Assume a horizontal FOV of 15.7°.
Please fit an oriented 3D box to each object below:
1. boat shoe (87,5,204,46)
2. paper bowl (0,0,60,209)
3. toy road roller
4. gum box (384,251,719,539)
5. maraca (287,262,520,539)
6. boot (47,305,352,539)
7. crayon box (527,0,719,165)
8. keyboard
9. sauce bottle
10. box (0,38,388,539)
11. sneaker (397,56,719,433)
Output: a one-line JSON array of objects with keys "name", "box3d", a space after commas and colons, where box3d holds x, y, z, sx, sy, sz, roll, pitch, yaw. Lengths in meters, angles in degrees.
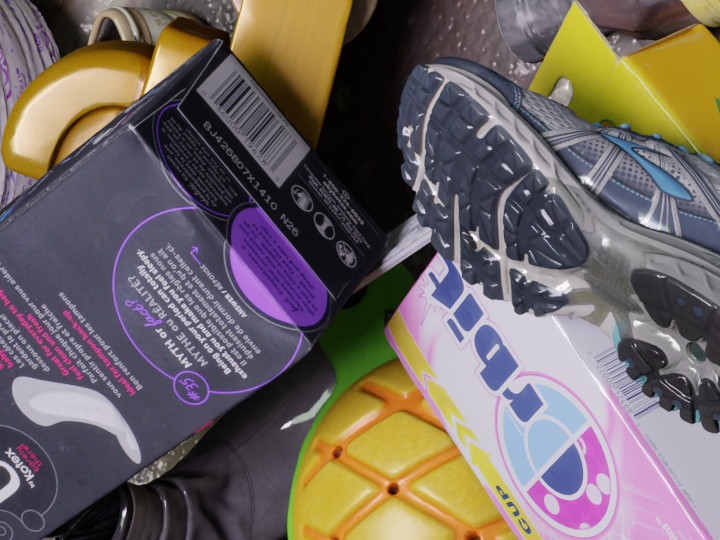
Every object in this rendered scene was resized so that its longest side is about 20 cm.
[{"name": "boat shoe", "box3d": [-0.119, -0.032, 1.311, 0.073, 0.063, 0.202, 3, 91, 36]}, {"name": "paper bowl", "box3d": [-0.225, -0.061, 1.361, 0.200, 0.104, 0.202, -3, 85, 41]}, {"name": "toy road roller", "box3d": [-0.081, -0.087, 1.212, 0.145, 0.123, 0.201, 17, 98, -3]}, {"name": "gum box", "box3d": [0.097, 0.059, 1.079, 0.201, 0.066, 0.114, 57, 147, 14]}, {"name": "maraca", "box3d": [0.032, 0.088, 1.171, 0.136, 0.107, 0.201, -5, 71, 17]}, {"name": "boot", "box3d": [-0.074, 0.103, 1.231, 0.070, 0.131, 0.201, 44, 114, 29]}, {"name": "crayon box", "box3d": [0.142, -0.009, 1.082, 0.200, 0.051, 0.127, 53, 145, 19]}, {"name": "keyboard", "box3d": [0.000, 0.000, 1.164, 0.011, 0.056, 0.200, 52, 136, -3]}, {"name": "sauce bottle", "box3d": [0.148, -0.134, 1.112, 0.199, 0.066, 0.066, -19, 78, 34]}, {"name": "box", "box3d": [-0.107, 0.014, 1.124, 0.200, 0.106, 0.122, -35, 99, 30]}, {"name": "sneaker", "box3d": [0.100, -0.018, 1.008, 0.200, 0.086, 0.078, 40, 138, 20]}]
